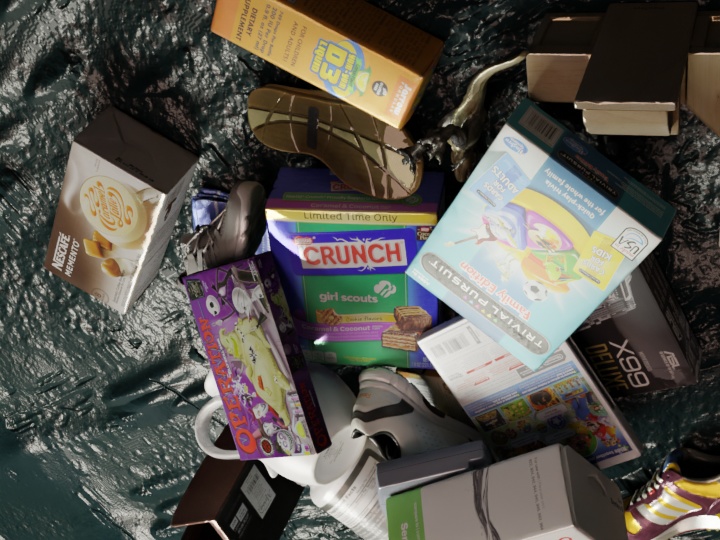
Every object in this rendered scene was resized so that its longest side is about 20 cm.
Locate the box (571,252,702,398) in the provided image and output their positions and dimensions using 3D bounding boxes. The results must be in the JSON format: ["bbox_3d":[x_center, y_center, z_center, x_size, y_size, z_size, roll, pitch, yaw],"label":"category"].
[{"bbox_3d":[0.221,0.037,0.992,0.156,0.050,0.201,-15,119,35],"label":"box"}]

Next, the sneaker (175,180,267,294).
[{"bbox_3d":[-0.153,-0.022,1.074,0.081,0.075,0.201,25,135,-1],"label":"sneaker"}]

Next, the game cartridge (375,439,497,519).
[{"bbox_3d":[0.092,0.242,1.081,0.132,0.041,0.201,-18,143,10],"label":"game cartridge"}]

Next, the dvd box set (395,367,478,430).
[{"bbox_3d":[0.144,0.165,1.106,0.198,0.029,0.148,4,130,42],"label":"dvd box set"}]

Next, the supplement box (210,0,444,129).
[{"bbox_3d":[-0.030,-0.208,0.908,0.198,0.069,0.067,26,135,1],"label":"supplement box"}]

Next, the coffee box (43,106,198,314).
[{"bbox_3d":[-0.267,-0.063,1.123,0.113,0.080,0.201,31,132,0],"label":"coffee box"}]

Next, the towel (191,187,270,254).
[{"bbox_3d":[-0.095,-0.007,1.126,0.197,0.024,0.146,17,132,12],"label":"towel"}]

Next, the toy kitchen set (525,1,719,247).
[{"bbox_3d":[0.232,-0.094,0.809,0.197,0.164,0.182,5,128,21],"label":"toy kitchen set"}]

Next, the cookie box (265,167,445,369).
[{"bbox_3d":[0.000,0.000,1.030,0.168,0.076,0.202,2,128,8],"label":"cookie box"}]

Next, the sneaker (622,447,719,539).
[{"bbox_3d":[0.331,0.236,1.093,0.198,0.075,0.091,-22,107,29],"label":"sneaker"}]

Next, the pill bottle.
[{"bbox_3d":[0.011,0.257,1.223,0.199,0.114,0.114,36,132,-5],"label":"pill bottle"}]

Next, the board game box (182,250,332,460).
[{"bbox_3d":[-0.106,0.090,1.022,0.119,0.032,0.203,-13,96,47],"label":"board game box"}]

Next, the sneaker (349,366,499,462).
[{"bbox_3d":[0.066,0.186,1.087,0.199,0.081,0.073,35,148,-19],"label":"sneaker"}]

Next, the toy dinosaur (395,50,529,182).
[{"bbox_3d":[0.081,-0.121,0.872,0.048,0.088,0.200,52,164,11],"label":"toy dinosaur"}]

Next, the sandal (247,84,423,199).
[{"bbox_3d":[-0.020,-0.133,0.975,0.198,0.054,0.081,23,120,26],"label":"sandal"}]

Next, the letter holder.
[{"bbox_3d":[-0.160,0.270,1.253,0.141,0.201,0.101,-15,119,34],"label":"letter holder"}]

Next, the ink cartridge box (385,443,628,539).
[{"bbox_3d":[0.146,0.256,1.002,0.198,0.085,0.145,-24,141,27],"label":"ink cartridge box"}]

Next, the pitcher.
[{"bbox_3d":[-0.098,0.167,1.137,0.199,0.121,0.173,35,107,33],"label":"pitcher"}]

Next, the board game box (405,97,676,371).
[{"bbox_3d":[0.144,-0.023,0.862,0.150,0.047,0.201,37,137,4],"label":"board game box"}]

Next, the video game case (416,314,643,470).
[{"bbox_3d":[0.164,0.120,0.995,0.142,0.018,0.201,-28,102,35],"label":"video game case"}]
